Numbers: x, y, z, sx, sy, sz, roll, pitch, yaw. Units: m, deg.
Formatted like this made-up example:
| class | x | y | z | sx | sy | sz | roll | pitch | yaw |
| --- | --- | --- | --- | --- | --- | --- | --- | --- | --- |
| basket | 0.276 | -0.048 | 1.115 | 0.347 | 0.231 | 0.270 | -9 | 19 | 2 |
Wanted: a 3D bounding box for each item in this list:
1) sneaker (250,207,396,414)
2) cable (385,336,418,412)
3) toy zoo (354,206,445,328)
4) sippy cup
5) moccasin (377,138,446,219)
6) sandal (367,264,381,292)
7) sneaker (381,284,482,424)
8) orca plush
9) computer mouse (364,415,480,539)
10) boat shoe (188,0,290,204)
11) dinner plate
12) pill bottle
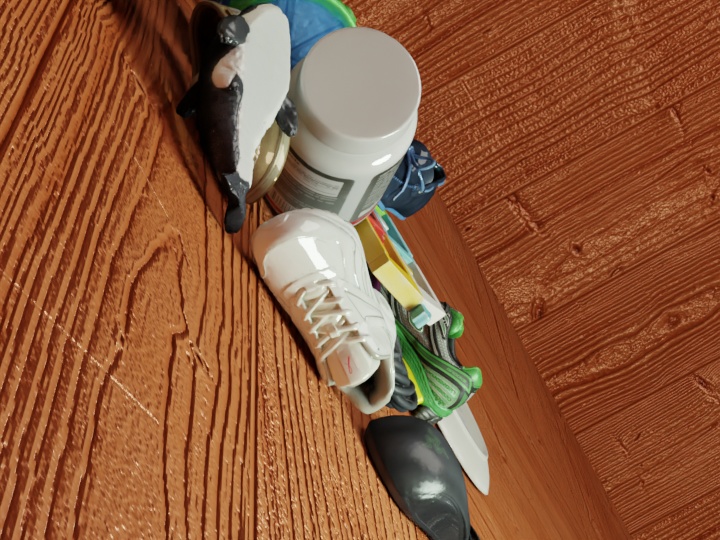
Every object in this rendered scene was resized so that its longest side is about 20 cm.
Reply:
| class | x | y | z | sx | sy | sz | roll | pitch | yaw |
| --- | --- | --- | --- | --- | --- | --- | --- | --- | --- |
| sneaker | -0.016 | 0.034 | 1.499 | 0.200 | 0.078 | 0.100 | 53 | 15 | -46 |
| cable | 0.000 | 0.050 | 1.700 | 0.200 | 0.051 | 0.164 | -111 | 176 | -73 |
| toy zoo | 0.015 | -0.029 | 1.795 | 0.201 | 0.020 | 0.131 | 61 | 10 | 33 |
| sippy cup | -0.080 | -0.212 | 1.771 | 0.139 | 0.178 | 0.130 | 30 | 17 | -29 |
| moccasin | 0.031 | -0.100 | 1.849 | 0.081 | 0.068 | 0.200 | 55 | 8 | 8 |
| sandal | 0.001 | 0.001 | 1.861 | 0.201 | 0.048 | 0.075 | 63 | 7 | 13 |
| sneaker | 0.052 | 0.044 | 1.920 | 0.201 | 0.085 | 0.078 | 62 | 7 | 12 |
| orca plush | -0.100 | -0.115 | 1.494 | 0.105 | 0.071 | 0.201 | 38 | 43 | -49 |
| computer mouse | 0.061 | 0.168 | 1.621 | 0.139 | 0.053 | 0.200 | 66 | 8 | 30 |
| boat shoe | -0.105 | -0.136 | 1.573 | 0.069 | 0.074 | 0.201 | 28 | 33 | -33 |
| dinner plate | 0.093 | 0.142 | 2.108 | 0.201 | 0.024 | 0.200 | 60 | 8 | -14 |
| pill bottle | -0.016 | -0.115 | 1.636 | 0.114 | 0.113 | 0.200 | 63 | -18 | 12 |
